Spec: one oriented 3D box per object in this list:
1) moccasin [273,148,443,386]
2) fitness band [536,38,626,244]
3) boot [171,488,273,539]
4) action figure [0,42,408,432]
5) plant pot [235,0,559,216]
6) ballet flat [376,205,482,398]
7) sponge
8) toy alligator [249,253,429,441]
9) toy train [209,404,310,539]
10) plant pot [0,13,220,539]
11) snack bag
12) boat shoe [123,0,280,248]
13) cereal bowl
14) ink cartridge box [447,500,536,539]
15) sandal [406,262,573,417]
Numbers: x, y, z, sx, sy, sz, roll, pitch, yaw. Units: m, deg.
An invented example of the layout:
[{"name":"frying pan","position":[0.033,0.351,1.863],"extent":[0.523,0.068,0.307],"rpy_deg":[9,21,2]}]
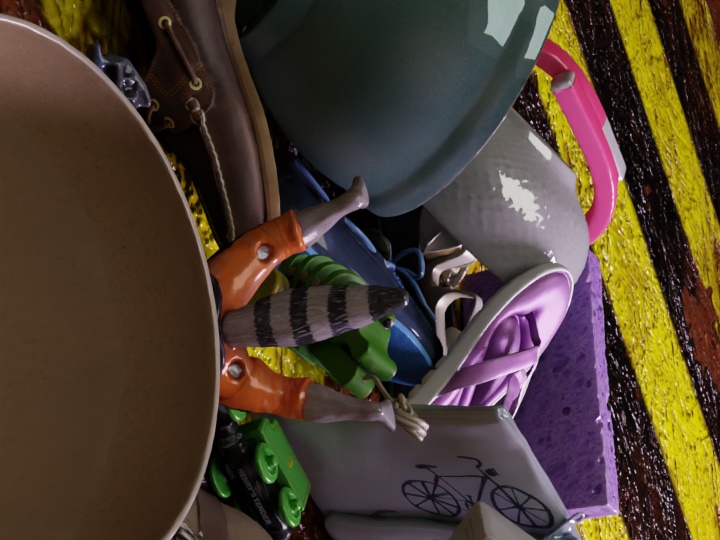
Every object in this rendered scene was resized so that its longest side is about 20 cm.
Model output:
[{"name":"moccasin","position":[0.000,0.000,0.891],"extent":[0.200,0.080,0.069],"rpy_deg":[51,48,-42]},{"name":"fitness band","position":[0.120,-0.094,1.098],"extent":[0.201,0.142,0.038],"rpy_deg":[60,33,-29]},{"name":"boot","position":[-0.083,0.205,0.671],"extent":[0.147,0.070,0.201],"rpy_deg":[52,34,-27]},{"name":"action figure","position":[-0.083,-0.003,0.639],"extent":[0.105,0.191,0.203],"rpy_deg":[-155,-120,-74]},{"name":"plant pot","position":[0.004,-0.152,0.833],"extent":[0.133,0.200,0.202],"rpy_deg":[28,48,-22]},{"name":"ballet flat","position":[0.053,0.012,1.005],"extent":[0.073,0.072,0.202],"rpy_deg":[30,52,-54]},{"name":"sponge","position":[0.132,0.088,1.071],"extent":[0.030,0.111,0.202],"rpy_deg":[33,50,-50]},{"name":"toy alligator","position":[-0.008,0.030,0.761],"extent":[0.059,0.200,0.054],"rpy_deg":[39,84,-36]},{"name":"toy train","position":[-0.080,0.057,0.764],"extent":[0.057,0.041,0.202],"rpy_deg":[-70,139,-62]},{"name":"plant pot","position":[-0.162,0.024,0.518],"extent":[0.200,0.133,0.203],"rpy_deg":[38,45,-51]},{"name":"snack bag","position":[0.046,0.145,0.807],"extent":[0.021,0.187,0.201],"rpy_deg":[-54,127,-36]},{"name":"boat shoe","position":[-0.097,-0.103,0.786],"extent":[0.070,0.070,0.202],"rpy_deg":[-13,85,-25]},{"name":"cereal bowl","position":[0.090,-0.070,0.995],"extent":[0.200,0.083,0.200],"rpy_deg":[44,9,-9]},{"name":"ink cartridge box","position":[0.050,0.236,0.724],"extent":[0.115,0.201,0.067],"rpy_deg":[34,5,-3]},{"name":"sandal","position":[0.076,0.083,0.915],"extent":[0.203,0.050,0.083],"rpy_deg":[-46,145,-8]}]
